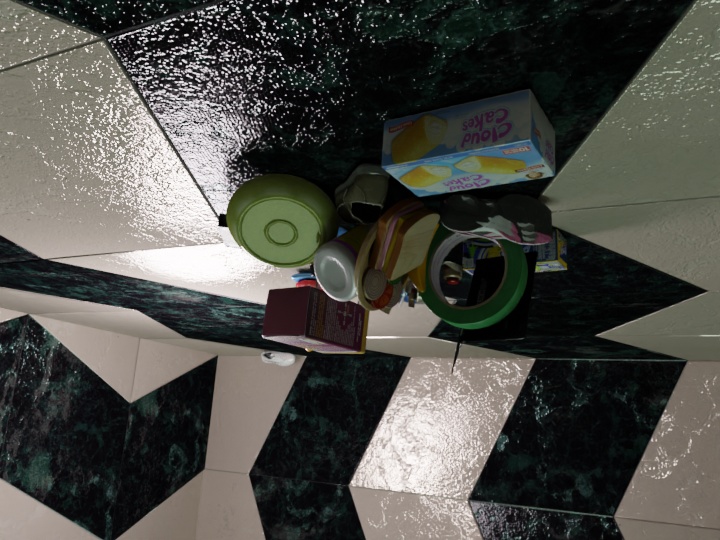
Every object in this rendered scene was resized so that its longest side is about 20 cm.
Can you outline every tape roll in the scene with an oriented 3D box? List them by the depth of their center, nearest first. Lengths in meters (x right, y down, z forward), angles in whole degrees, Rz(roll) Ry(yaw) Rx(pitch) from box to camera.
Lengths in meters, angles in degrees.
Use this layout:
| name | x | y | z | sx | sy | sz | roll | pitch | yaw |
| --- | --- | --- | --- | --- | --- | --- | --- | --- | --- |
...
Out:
| name | x | y | z | sx | sy | sz | roll | pitch | yaw |
| --- | --- | --- | --- | --- | --- | --- | --- | --- | --- |
| tape roll | 0.198 | 0.001 | 1.102 | 0.196 | 0.205 | 0.048 | -4 | 163 | 28 |

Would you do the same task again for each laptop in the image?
| name | x | y | z | sx | sy | sz | roll | pitch | yaw |
| --- | --- | --- | --- | --- | --- | --- | --- | --- | --- |
| laptop | 0.253 | 0.084 | 1.172 | 0.197 | 0.190 | 0.116 | -9 | 138 | 36 |

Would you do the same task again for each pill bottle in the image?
| name | x | y | z | sx | sy | sz | roll | pitch | yaw |
| --- | --- | --- | --- | --- | --- | --- | --- | --- | --- |
| pill bottle | 0.016 | -0.031 | 1.086 | 0.103 | 0.106 | 0.199 | -11 | -166 | 46 |

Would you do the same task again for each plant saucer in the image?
| name | x | y | z | sx | sy | sz | roll | pitch | yaw |
| --- | --- | --- | --- | --- | --- | --- | --- | --- | --- |
| plant saucer | -0.134 | -0.073 | 1.050 | 0.195 | 0.031 | 0.203 | 0 | 132 | 0 |

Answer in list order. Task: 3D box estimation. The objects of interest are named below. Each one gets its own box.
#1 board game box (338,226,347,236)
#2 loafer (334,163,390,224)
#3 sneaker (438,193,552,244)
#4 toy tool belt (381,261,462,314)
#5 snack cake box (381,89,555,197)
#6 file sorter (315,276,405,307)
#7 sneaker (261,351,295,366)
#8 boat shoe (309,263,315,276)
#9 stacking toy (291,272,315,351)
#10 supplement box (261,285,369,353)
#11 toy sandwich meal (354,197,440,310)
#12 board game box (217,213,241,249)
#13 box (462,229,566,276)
| name | x | y | z | sx | sy | sz | roll | pitch | yaw |
| --- | --- | --- | --- | --- | --- | --- | --- | --- | --- |
| board game box | -0.099 | -0.093 | 1.148 | 0.155 | 0.040 | 0.199 | -4 | 163 | 34 |
| loafer | -0.003 | -0.109 | 1.000 | 0.073 | 0.071 | 0.200 | 6 | 166 | -9 |
| sneaker | 0.228 | -0.089 | 1.042 | 0.195 | 0.082 | 0.086 | 12 | 177 | 1 |
| toy tool belt | 0.143 | 0.047 | 1.451 | 0.195 | 0.126 | 0.125 | 3 | 166 | 3 |
| snack cake box | 0.139 | -0.157 | 0.787 | 0.196 | 0.069 | 0.114 | -5 | 162 | 32 |
| file sorter | 0.000 | 0.000 | 1.310 | 0.195 | 0.128 | 0.139 | 5 | 165 | 0 |
| sneaker | -0.461 | 0.486 | 3.418 | 0.195 | 0.077 | 0.081 | 3 | 157 | 3 |
| boat shoe | -0.037 | 0.001 | 1.450 | 0.196 | 0.064 | 0.074 | 11 | 163 | -33 |
| stacking toy | -0.124 | 0.111 | 1.613 | 0.107 | 0.205 | 0.116 | -1 | 164 | 19 |
| supplement box | -0.091 | 0.109 | 1.296 | 0.129 | 0.106 | 0.198 | -4 | 162 | 38 |
| toy sandwich meal | 0.067 | -0.019 | 1.002 | 0.069 | 0.208 | 0.204 | 26 | 178 | 30 |
| board game box | -0.161 | -0.062 | 1.145 | 0.195 | 0.029 | 0.135 | 7 | 166 | -6 |
| box | 0.307 | -0.031 | 1.228 | 0.196 | 0.066 | 0.070 | -5 | 163 | 34 |
